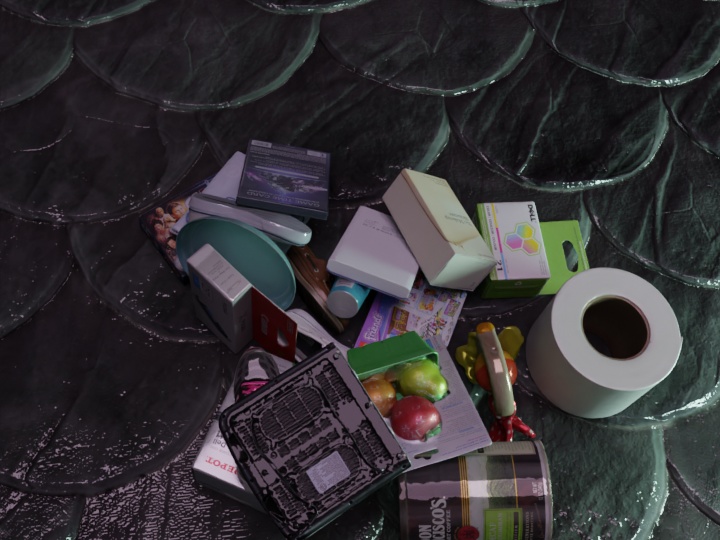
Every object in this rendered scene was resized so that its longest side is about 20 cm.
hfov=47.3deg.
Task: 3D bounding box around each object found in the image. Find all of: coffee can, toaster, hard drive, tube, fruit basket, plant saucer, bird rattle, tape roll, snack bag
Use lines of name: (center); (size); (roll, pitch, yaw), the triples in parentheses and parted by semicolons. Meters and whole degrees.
coffee can: (0.152, 0.310, 1.135); (0.200, 0.146, 0.147); (-3, 63, 3)
toaster: (-0.064, 0.217, 1.004); (0.200, 0.119, 0.181); (-32, 79, -12)
hard drive: (0.034, -0.033, 1.325); (0.132, 0.025, 0.200); (21, 32, 4)
tube: (0.000, 0.000, 1.319); (0.077, 0.050, 0.200); (27, 36, 1)
fruit basket: (0.059, 0.189, 1.142); (0.185, 0.094, 0.200); (-16, 53, -9)
plant saucer: (-0.185, -0.010, 1.249); (0.200, 0.200, 0.027); (24, 51, 5)
bird rattle: (0.198, 0.168, 1.232); (0.112, 0.163, 0.200); (-8, 53, 9)
tape roll: (0.373, 0.114, 1.283); (0.202, 0.139, 0.203); (3, 63, -6)
snack bag: (-0.179, -0.097, 1.340); (0.188, 0.021, 0.200); (25, 60, 12)

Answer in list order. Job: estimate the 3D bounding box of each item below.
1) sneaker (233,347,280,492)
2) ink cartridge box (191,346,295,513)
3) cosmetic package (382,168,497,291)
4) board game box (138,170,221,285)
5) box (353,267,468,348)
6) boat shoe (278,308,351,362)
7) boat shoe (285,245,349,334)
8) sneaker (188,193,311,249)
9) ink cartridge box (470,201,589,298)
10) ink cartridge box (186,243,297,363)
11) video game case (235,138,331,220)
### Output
sneaker: (-0.139, 0.192, 1.115); (0.074, 0.087, 0.200); (1, 64, -6)
ink cartridge box: (-0.136, 0.234, 1.192); (0.146, 0.083, 0.200); (21, 64, 5)
cosmetic package: (0.126, -0.067, 1.338); (0.103, 0.073, 0.200); (8, 41, -40)
board game box: (-0.246, -0.082, 1.366); (0.200, 0.035, 0.136); (-34, 71, -21)
box: (0.080, 0.085, 1.318); (0.137, 0.039, 0.200); (22, 63, 5)
boat shoe: (-0.055, 0.138, 1.246); (0.200, 0.074, 0.065); (34, 26, 14)
boat shoe: (-0.074, 0.011, 1.319); (0.068, 0.072, 0.200); (-34, 72, -20)
sneaker: (-0.172, -0.062, 1.267); (0.200, 0.071, 0.073); (17, 19, 13)
ink cartridge box: (0.295, -0.038, 1.386); (0.200, 0.076, 0.148); (-3, 64, -7)
ink cartridge box: (-0.172, 0.071, 1.203); (0.176, 0.200, 0.045); (40, 66, 13)
video game case: (-0.121, -0.152, 1.339); (0.143, 0.019, 0.200); (10, 35, -7)
